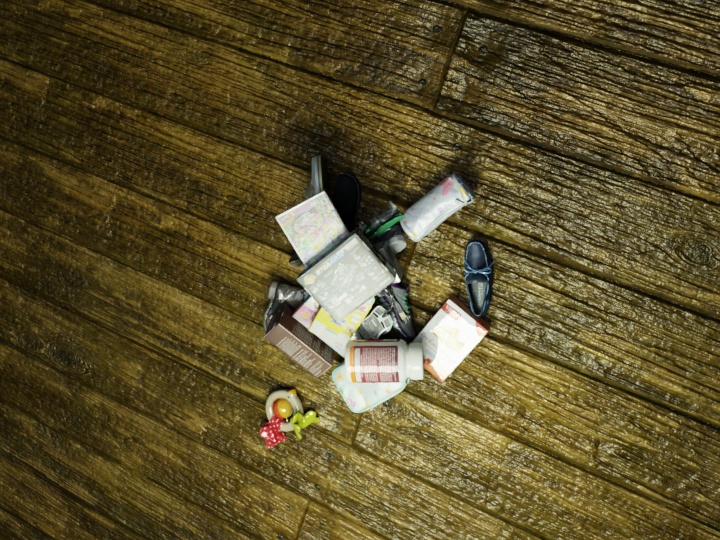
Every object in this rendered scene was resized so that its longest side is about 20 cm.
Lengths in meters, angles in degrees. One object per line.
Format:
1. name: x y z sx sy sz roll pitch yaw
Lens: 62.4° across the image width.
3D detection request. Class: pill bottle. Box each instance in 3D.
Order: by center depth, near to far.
1. pill bottle: 0.065 0.239 1.568 0.200 0.114 0.114 -1 102 8

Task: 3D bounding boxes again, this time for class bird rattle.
1. bird rattle: -0.230 0.445 1.826 0.200 0.113 0.163 -20 84 36

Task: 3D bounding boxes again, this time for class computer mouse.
1. computer mouse: 0.057 0.128 1.586 0.110 0.044 0.200 54 137 11

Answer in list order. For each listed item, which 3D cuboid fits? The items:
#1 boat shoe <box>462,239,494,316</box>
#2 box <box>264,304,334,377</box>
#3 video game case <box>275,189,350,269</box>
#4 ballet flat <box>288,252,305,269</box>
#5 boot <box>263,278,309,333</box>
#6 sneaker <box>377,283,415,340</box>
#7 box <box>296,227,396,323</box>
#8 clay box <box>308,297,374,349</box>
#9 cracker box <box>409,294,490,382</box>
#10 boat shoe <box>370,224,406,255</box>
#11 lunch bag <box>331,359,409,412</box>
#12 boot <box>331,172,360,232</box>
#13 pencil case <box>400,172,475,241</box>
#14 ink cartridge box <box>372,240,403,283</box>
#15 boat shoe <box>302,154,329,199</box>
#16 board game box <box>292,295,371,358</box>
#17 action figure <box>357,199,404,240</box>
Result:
1. boat shoe: 0.308 0.021 1.527 0.084 0.069 0.200 -10 99 21
2. box: -0.169 0.202 1.689 0.075 0.100 0.200 -39 108 23
3. video game case: -0.102 -0.083 1.492 0.143 0.018 0.200 -26 108 13
4. ballet flat: -0.139 -0.026 1.639 0.046 0.067 0.200 45 158 -21
5. boot: -0.187 0.122 1.732 0.174 0.069 0.200 14 114 8
6. sneaker: 0.111 0.090 1.614 0.087 0.074 0.200 -31 90 18
7. box: -0.034 0.016 1.492 0.200 0.046 0.159 -38 104 16
8. clay box: -0.048 0.109 1.597 0.115 0.048 0.200 29 122 -5
9. cracker box: 0.233 0.182 1.598 0.134 0.058 0.200 39 111 7
10. boat shoe: 0.038 -0.056 1.611 0.200 0.072 0.068 -36 55 36
11. lunch bag: 0.029 0.305 1.685 0.200 0.077 0.161 -32 91 19
12. boot: -0.064 -0.151 1.566 0.076 0.168 0.200 13 106 14
13. pencil case: 0.196 -0.159 1.517 0.200 0.083 0.091 -37 67 24
14. ink cartridge box: 0.000 0.000 1.575 0.200 0.050 0.109 -16 117 26
15. boat shoe: -0.123 -0.213 1.624 0.068 0.075 0.200 0 103 14
16. board game box: -0.067 0.133 1.673 0.200 0.040 0.153 40 111 -9
17. action figure: 0.016 -0.102 1.545 0.200 0.118 0.055 -40 106 4
